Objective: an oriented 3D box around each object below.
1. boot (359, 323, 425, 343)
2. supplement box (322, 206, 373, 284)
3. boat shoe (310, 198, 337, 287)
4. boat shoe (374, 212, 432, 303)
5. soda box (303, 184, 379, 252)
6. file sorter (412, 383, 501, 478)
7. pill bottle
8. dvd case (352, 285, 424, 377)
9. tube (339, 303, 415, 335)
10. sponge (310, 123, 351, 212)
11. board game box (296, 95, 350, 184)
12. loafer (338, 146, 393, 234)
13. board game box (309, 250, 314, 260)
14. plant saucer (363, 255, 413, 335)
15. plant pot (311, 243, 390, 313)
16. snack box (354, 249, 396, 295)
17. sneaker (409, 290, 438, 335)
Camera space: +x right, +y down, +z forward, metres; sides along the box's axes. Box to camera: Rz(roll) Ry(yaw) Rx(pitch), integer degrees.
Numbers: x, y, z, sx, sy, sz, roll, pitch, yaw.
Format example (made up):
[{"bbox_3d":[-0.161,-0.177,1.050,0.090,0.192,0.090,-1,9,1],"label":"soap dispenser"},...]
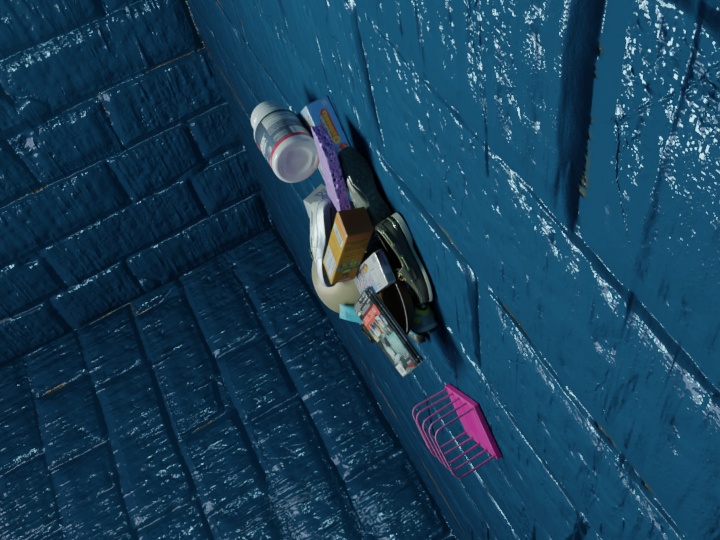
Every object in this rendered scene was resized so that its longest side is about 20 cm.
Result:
[{"bbox_3d":[0.078,0.153,1.834,0.068,0.129,0.200,67,170,-29],"label":"boot"},{"bbox_3d":[-0.029,-0.051,1.548,0.201,0.066,0.070,112,141,-59],"label":"supplement box"},{"bbox_3d":[-0.082,-0.065,1.673,0.066,0.073,0.203,11,101,49],"label":"boat shoe"},{"bbox_3d":[0.091,-0.017,1.498,0.204,0.060,0.072,66,169,-15],"label":"boat shoe"},{"bbox_3d":[-0.041,-0.125,1.711,0.199,0.068,0.064,33,155,30],"label":"soda box"},{"bbox_3d":[0.218,0.379,1.704,0.140,0.124,0.200,64,171,-9],"label":"file sorter"},{"bbox_3d":[-0.182,-0.307,1.681,0.201,0.118,0.120,56,169,41],"label":"pill bottle"},{"bbox_3d":[0.059,0.139,1.603,0.201,0.022,0.146,55,161,10],"label":"dvd case"},{"bbox_3d":[0.045,0.116,1.737,0.078,0.197,0.051,92,-171,-56],"label":"tube"},{"bbox_3d":[-0.059,-0.202,1.536,0.201,0.029,0.112,77,170,-50],"label":"sponge"},{"bbox_3d":[-0.076,-0.290,1.682,0.202,0.055,0.196,65,171,-10],"label":"board game box"},{"bbox_3d":[0.004,-0.165,1.527,0.070,0.069,0.202,-13,105,61],"label":"loafer"},{"bbox_3d":[-0.067,0.023,1.925,0.200,0.030,0.096,49,-177,-18],"label":"board game box"},{"bbox_3d":[0.065,0.058,1.599,0.201,0.034,0.202,51,153,39],"label":"plant saucer"},{"bbox_3d":[0.000,0.000,1.752,0.134,0.199,0.202,-14,104,54],"label":"plant pot"},{"bbox_3d":[0.026,0.014,1.570,0.073,0.024,0.200,66,161,6],"label":"snack box"},{"bbox_3d":[0.113,0.077,1.649,0.200,0.075,0.077,29,137,58],"label":"sneaker"}]
